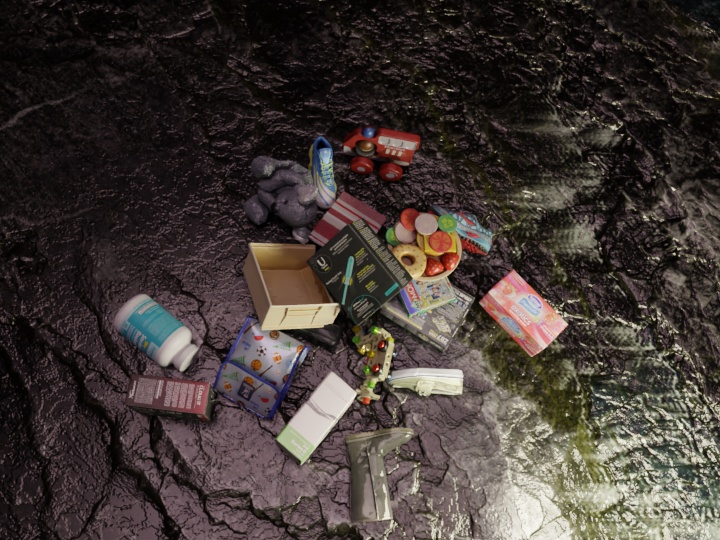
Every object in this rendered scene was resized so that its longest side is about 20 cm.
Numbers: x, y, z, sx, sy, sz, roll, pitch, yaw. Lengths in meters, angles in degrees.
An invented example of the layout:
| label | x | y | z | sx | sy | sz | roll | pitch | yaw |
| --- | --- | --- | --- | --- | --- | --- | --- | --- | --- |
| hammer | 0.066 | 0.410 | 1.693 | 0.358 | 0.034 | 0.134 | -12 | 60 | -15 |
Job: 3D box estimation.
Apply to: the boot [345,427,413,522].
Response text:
| label | x | y | z | sx | sy | sz | roll | pitch | yaw |
| --- | --- | --- | --- | --- | --- | --- | --- | --- | --- |
| boot | 0.052 | 0.481 | 1.571 | 0.181 | 0.073 | 0.201 | -12 | 65 | 5 |

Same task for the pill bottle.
| label | x | y | z | sx | sy | sz | roll | pitch | yaw |
| --- | --- | --- | --- | --- | --- | --- | --- | --- | --- |
| pill bottle | -0.487 | 0.155 | 1.610 | 0.200 | 0.111 | 0.111 | 37 | 71 | 8 |

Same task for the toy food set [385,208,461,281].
| label | x | y | z | sx | sy | sz | roll | pitch | yaw |
| --- | --- | --- | --- | --- | --- | --- | --- | --- | --- |
| toy food set | 0.163 | -0.067 | 1.713 | 0.199 | 0.049 | 0.199 | 0 | 67 | -5 |

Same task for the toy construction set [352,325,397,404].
| label | x | y | z | sx | sy | sz | roll | pitch | yaw |
| --- | --- | --- | --- | --- | --- | --- | --- | --- | --- |
| toy construction set | 0.027 | 0.224 | 1.636 | 0.092 | 0.131 | 0.201 | 22 | 63 | -42 |

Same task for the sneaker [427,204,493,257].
| label | x | y | z | sx | sy | sz | roll | pitch | yaw |
| --- | --- | --- | --- | --- | --- | --- | --- | --- | --- |
| sneaker | 0.272 | -0.121 | 1.815 | 0.200 | 0.079 | 0.096 | 36 | 58 | 0 |

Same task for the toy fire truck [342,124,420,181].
| label | x | y | z | sx | sy | sz | roll | pitch | yaw |
| --- | --- | --- | --- | --- | --- | --- | --- | --- | --- |
| toy fire truck | 0.053 | -0.339 | 1.809 | 0.199 | 0.168 | 0.113 | 12 | 69 | -1 |

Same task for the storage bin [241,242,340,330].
| label | x | y | z | sx | sy | sz | roll | pitch | yaw |
| --- | --- | --- | --- | --- | --- | --- | --- | --- | --- |
| storage bin | -0.169 | 0.038 | 1.635 | 0.198 | 0.094 | 0.200 | 0 | 47 | -31 |

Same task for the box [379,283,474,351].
| label | x | y | z | sx | sy | sz | roll | pitch | yaw |
| --- | --- | --- | --- | --- | --- | --- | --- | --- | --- |
| box | 0.174 | 0.090 | 1.734 | 0.199 | 0.049 | 0.162 | 31 | 68 | 5 |

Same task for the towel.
| label | x | y | z | sx | sy | sz | roll | pitch | yaw |
| --- | --- | --- | --- | --- | --- | --- | --- | --- | --- |
| towel | -0.033 | -0.112 | 1.765 | 0.144 | 0.023 | 0.200 | 32 | 52 | 3 |

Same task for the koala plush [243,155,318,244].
| label | x | y | z | sx | sy | sz | roll | pitch | yaw |
| --- | --- | --- | --- | --- | --- | --- | --- | --- | --- |
| koala plush | -0.174 | -0.179 | 1.703 | 0.183 | 0.178 | 0.200 | -5 | 34 | -32 |

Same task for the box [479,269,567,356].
| label | x | y | z | sx | sy | sz | roll | pitch | yaw |
| --- | --- | --- | --- | --- | --- | --- | --- | --- | --- |
| box | 0.420 | 0.110 | 1.727 | 0.103 | 0.095 | 0.200 | -39 | 79 | -18 |

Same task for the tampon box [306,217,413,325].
| label | x | y | z | sx | sy | sz | roll | pitch | yaw |
| --- | --- | --- | --- | --- | --- | --- | --- | --- | --- |
| tampon box | 0.000 | 0.000 | 1.617 | 0.150 | 0.126 | 0.200 | -40 | 87 | 20 |

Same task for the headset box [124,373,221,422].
| label | x | y | z | sx | sy | sz | roll | pitch | yaw |
| --- | --- | --- | --- | --- | --- | --- | --- | --- | --- |
| headset box | -0.425 | 0.299 | 1.546 | 0.199 | 0.149 | 0.078 | 6 | 71 | -3 |

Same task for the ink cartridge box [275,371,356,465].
| label | x | y | z | sx | sy | sz | roll | pitch | yaw |
| --- | --- | --- | --- | --- | --- | --- | --- | --- | --- |
| ink cartridge box | -0.105 | 0.348 | 1.562 | 0.084 | 0.146 | 0.200 | 39 | 72 | 8 |

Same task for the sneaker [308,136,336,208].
| label | x | y | z | sx | sy | sz | roll | pitch | yaw |
| --- | --- | --- | --- | --- | --- | --- | --- | --- | --- |
| sneaker | -0.106 | -0.272 | 1.803 | 0.075 | 0.105 | 0.201 | -8 | 71 | -8 |

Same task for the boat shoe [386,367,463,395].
| label | x | y | z | sx | sy | sz | roll | pitch | yaw |
| --- | --- | --- | --- | --- | --- | --- | --- | --- | --- |
| boat shoe | 0.163 | 0.278 | 1.654 | 0.199 | 0.072 | 0.062 | 0 | 68 | -9 |

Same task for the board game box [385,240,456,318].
| label | x | y | z | sx | sy | sz | roll | pitch | yaw |
| --- | --- | --- | --- | --- | --- | --- | --- | --- | --- |
| board game box | 0.146 | 0.009 | 1.722 | 0.134 | 0.029 | 0.201 | -19 | 71 | -14 |

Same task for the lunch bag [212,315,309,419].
| label | x | y | z | sx | sy | sz | roll | pitch | yaw |
| --- | --- | --- | --- | --- | --- | --- | --- | --- | --- |
| lunch bag | -0.240 | 0.235 | 1.606 | 0.170 | 0.124 | 0.201 | 28 | 84 | 5 |

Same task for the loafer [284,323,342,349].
| label | x | y | z | sx | sy | sz | roll | pitch | yaw |
| --- | --- | --- | --- | --- | --- | --- | --- | --- | --- |
| loafer | -0.141 | 0.132 | 1.680 | 0.200 | 0.068 | 0.071 | 24 | 62 | -2 |
